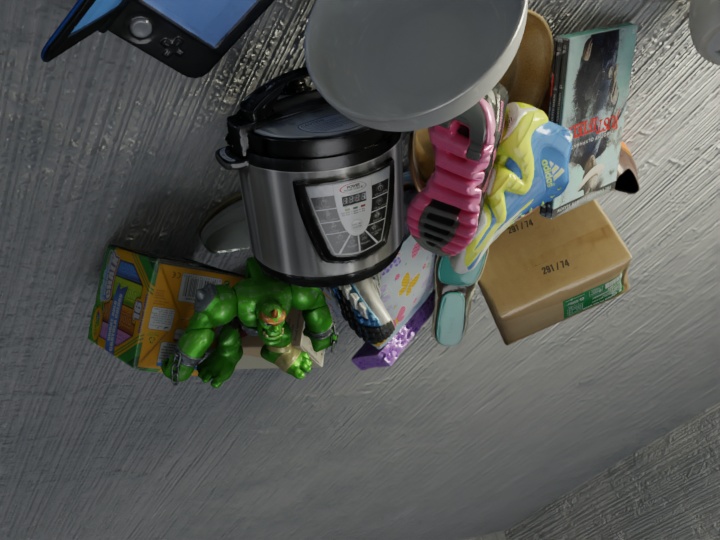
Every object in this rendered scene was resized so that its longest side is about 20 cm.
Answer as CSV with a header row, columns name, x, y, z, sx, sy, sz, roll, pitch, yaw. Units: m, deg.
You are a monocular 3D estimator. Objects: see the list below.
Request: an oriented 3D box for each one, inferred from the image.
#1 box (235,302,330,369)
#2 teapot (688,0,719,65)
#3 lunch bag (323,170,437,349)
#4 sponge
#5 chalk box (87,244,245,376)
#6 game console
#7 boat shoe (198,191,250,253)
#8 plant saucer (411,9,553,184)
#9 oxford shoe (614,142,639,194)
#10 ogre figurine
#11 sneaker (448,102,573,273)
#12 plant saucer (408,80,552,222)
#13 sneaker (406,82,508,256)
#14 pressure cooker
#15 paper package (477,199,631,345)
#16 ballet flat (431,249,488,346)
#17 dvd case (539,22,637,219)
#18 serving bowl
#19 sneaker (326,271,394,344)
name,x,y,z,sx,sy,sz,roll,pitch,yaw
box,-0.149,0.081,0.950,0.197,0.096,0.078,-5,150,20
teapot,0.447,-0.312,0.722,0.194,0.148,0.200,3,173,3
lunch bag,0.036,-0.024,0.929,0.200,0.127,0.170,-46,151,-10
sponge,0.072,0.068,1.040,0.200,0.030,0.111,-48,-172,-25
chalk box,-0.246,0.044,0.841,0.124,0.126,0.199,13,179,-39
game console,-0.130,-0.226,0.548,0.199,0.119,0.170,-37,144,25
boat shoe,-0.105,-0.061,0.851,0.198,0.069,0.075,-22,148,3
plant saucer,0.120,-0.179,0.720,0.199,0.035,0.202,-29,142,-24
oxford shoe,0.323,-0.154,0.941,0.198,0.073,0.071,9,138,-37
ogre figurine,-0.114,0.058,0.753,0.197,0.099,0.121,3,127,-9
sneaker,0.169,-0.076,0.749,0.104,0.076,0.202,11,122,-13
plant saucer,0.152,-0.149,0.820,0.197,0.038,0.203,-2,116,-5
sneaker,0.105,-0.102,0.695,0.096,0.078,0.201,-51,161,-42
pressure cooker,-0.043,-0.106,0.700,0.176,0.176,0.202,7,123,18
paper package,0.255,-0.023,0.988,0.198,0.192,0.104,-25,149,6
ballet flat,0.130,0.011,0.951,0.066,0.063,0.202,9,119,-2
dvd case,0.265,-0.174,0.799,0.145,0.022,0.203,-22,123,-37
serving bowl,0.051,-0.206,0.605,0.198,0.202,0.066,-27,153,12
sneaker,0.000,0.000,0.770,0.086,0.200,0.076,-24,131,-13
